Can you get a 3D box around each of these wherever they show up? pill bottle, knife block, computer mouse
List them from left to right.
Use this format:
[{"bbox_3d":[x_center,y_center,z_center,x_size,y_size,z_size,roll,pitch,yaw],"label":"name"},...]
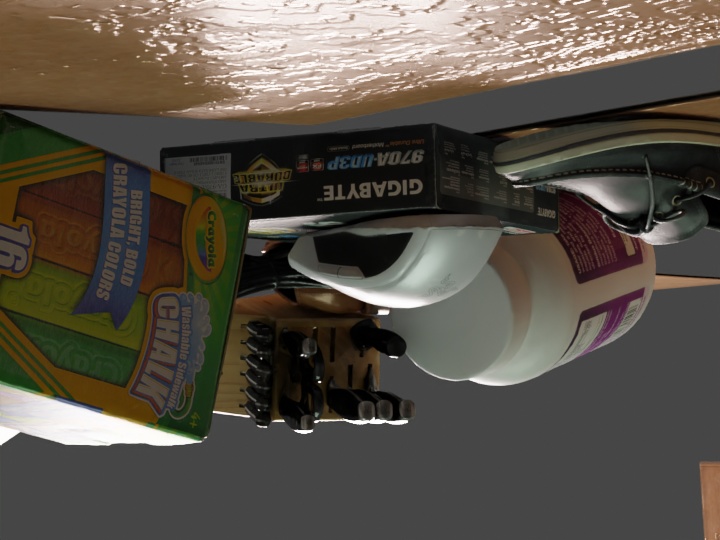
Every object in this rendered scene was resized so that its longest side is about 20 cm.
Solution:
[{"bbox_3d":[-0.017,0.058,1.373,0.175,0.064,0.200,5,-174,27],"label":"knife block"},{"bbox_3d":[0.000,0.000,1.180,0.109,0.044,0.200,1,175,-33],"label":"computer mouse"},{"bbox_3d":[0.100,0.010,1.386,0.112,0.113,0.200,-4,-174,30],"label":"pill bottle"}]

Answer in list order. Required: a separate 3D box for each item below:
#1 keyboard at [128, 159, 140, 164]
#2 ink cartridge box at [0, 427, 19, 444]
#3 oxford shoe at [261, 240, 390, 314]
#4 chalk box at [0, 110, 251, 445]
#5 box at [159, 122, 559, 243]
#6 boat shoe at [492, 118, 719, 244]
[{"bbox_3d":[-0.220,-0.054,1.246,0.199,0.011,0.056,-4,-179,29],"label":"keyboard"},{"bbox_3d":[-0.190,0.035,1.294,0.200,0.083,0.147,-34,178,7],"label":"ink cartridge box"},{"bbox_3d":[-0.033,-0.012,1.414,0.071,0.072,0.200,-4,-173,-10],"label":"oxford shoe"},{"bbox_3d":[-0.140,0.015,1.088,0.199,0.125,0.124,19,164,-39],"label":"chalk box"},{"bbox_3d":[0.004,-0.044,1.214,0.158,0.046,0.200,-3,176,23],"label":"box"},{"bbox_3d":[0.156,-0.046,1.162,0.199,0.063,0.074,2,177,-36],"label":"boat shoe"}]
